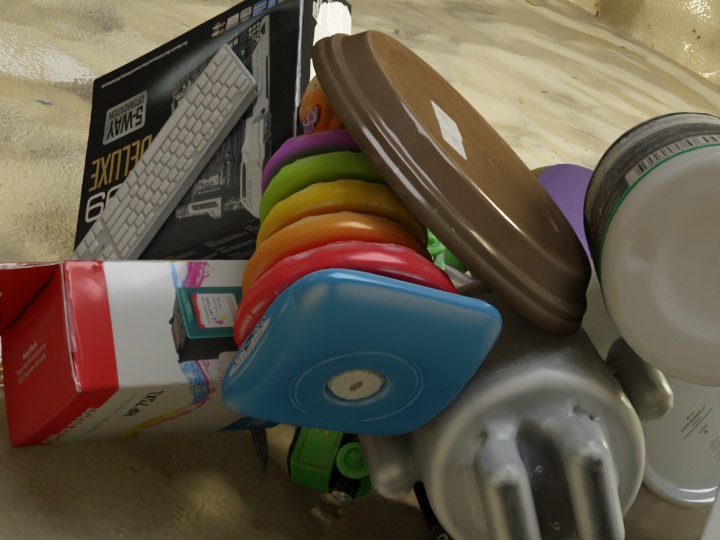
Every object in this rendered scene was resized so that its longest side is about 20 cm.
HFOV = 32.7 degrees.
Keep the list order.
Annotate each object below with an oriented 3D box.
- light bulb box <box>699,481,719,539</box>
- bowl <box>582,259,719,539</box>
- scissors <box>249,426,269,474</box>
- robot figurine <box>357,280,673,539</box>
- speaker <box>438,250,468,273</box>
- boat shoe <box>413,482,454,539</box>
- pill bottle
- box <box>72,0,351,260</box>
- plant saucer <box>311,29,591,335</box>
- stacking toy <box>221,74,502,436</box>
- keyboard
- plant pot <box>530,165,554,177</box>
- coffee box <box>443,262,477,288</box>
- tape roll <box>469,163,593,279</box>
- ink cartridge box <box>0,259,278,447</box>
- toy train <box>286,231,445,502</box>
[{"bbox_3d":[0.228,0.174,0.546,0.124,0.202,0.198,3,31,29],"label":"light bulb box"},{"bbox_3d":[0.192,0.089,0.759,0.199,0.203,0.090,21,1,-10],"label":"bowl"},{"bbox_3d":[-0.083,0.032,0.769,0.072,0.014,0.202,0,62,5],"label":"scissors"},{"bbox_3d":[0.081,0.076,0.656,0.168,0.114,0.200,-12,23,-2],"label":"robot figurine"},{"bbox_3d":[0.060,-0.028,1.034,0.088,0.089,0.200,32,24,15],"label":"speaker"},{"bbox_3d":[0.062,0.157,0.683,0.065,0.071,0.201,5,29,-8],"label":"boat shoe"},{"bbox_3d":[0.176,-0.023,0.649,0.112,0.114,0.200,26,16,1],"label":"pill bottle"},{"bbox_3d":[-0.095,-0.075,0.765,0.050,0.199,0.159,26,57,-44],"label":"box"},{"bbox_3d":[0.054,-0.052,0.633,0.200,0.029,0.201,42,19,-18],"label":"plant saucer"},{"bbox_3d":[-0.011,-0.028,0.611,0.109,0.116,0.202,13,50,-24],"label":"stacking toy"},{"bbox_3d":[-0.130,-0.045,0.740,0.011,0.201,0.056,26,18,-44],"label":"keyboard"},{"bbox_3d":[0.193,0.003,1.018,0.199,0.201,0.027,36,61,22],"label":"plant pot"},{"bbox_3d":[0.014,0.035,0.860,0.199,0.080,0.113,28,26,5],"label":"coffee box"},{"bbox_3d":[0.175,0.025,0.902,0.200,0.085,0.200,46,-12,13],"label":"tape roll"},{"bbox_3d":[-0.113,0.044,0.640,0.198,0.116,0.068,-1,70,-32],"label":"ink cartridge box"},{"bbox_3d":[0.005,0.048,0.757,0.056,0.042,0.201,14,57,9],"label":"toy train"}]
